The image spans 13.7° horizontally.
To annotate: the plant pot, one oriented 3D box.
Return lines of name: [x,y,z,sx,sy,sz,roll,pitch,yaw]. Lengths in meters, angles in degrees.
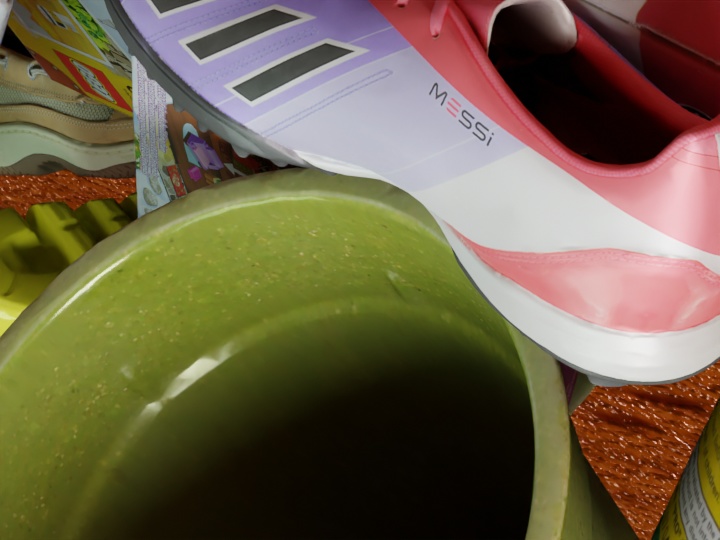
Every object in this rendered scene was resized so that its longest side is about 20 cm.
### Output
plant pot: [0.009,0.103,0.817,0.200,0.200,0.190,23,169,40]

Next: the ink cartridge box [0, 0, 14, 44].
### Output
ink cartridge box: [-0.225,-0.064,0.989,0.199,0.043,0.197,12,144,-10]

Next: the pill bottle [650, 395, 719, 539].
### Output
pill bottle: [0.149,0.024,0.705,0.113,0.113,0.200,32,125,16]

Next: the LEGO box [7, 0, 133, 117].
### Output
LEGO box: [-0.074,-0.125,0.973,0.149,0.077,0.200,25,161,36]

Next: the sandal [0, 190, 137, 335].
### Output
sandal: [-0.074,0.009,1.190,0.080,0.200,0.087,55,143,38]

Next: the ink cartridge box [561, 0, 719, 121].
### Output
ink cartridge box: [0.057,-0.080,0.802,0.200,0.083,0.146,30,163,24]

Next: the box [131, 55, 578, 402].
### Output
box: [0.000,0.000,0.880,0.137,0.039,0.200,32,157,11]

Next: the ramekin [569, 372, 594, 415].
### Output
ramekin: [0.005,0.038,1.072,0.098,0.200,0.200,45,165,-2]

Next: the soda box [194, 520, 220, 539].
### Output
soda box: [-0.033,0.099,0.939,0.064,0.068,0.200,-11,127,35]

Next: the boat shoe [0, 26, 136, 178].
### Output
boat shoe: [-0.098,-0.080,1.189,0.200,0.072,0.076,-1,107,48]

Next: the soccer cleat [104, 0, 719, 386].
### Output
soccer cleat: [0.016,-0.051,0.732,0.200,0.068,0.073,36,136,30]
